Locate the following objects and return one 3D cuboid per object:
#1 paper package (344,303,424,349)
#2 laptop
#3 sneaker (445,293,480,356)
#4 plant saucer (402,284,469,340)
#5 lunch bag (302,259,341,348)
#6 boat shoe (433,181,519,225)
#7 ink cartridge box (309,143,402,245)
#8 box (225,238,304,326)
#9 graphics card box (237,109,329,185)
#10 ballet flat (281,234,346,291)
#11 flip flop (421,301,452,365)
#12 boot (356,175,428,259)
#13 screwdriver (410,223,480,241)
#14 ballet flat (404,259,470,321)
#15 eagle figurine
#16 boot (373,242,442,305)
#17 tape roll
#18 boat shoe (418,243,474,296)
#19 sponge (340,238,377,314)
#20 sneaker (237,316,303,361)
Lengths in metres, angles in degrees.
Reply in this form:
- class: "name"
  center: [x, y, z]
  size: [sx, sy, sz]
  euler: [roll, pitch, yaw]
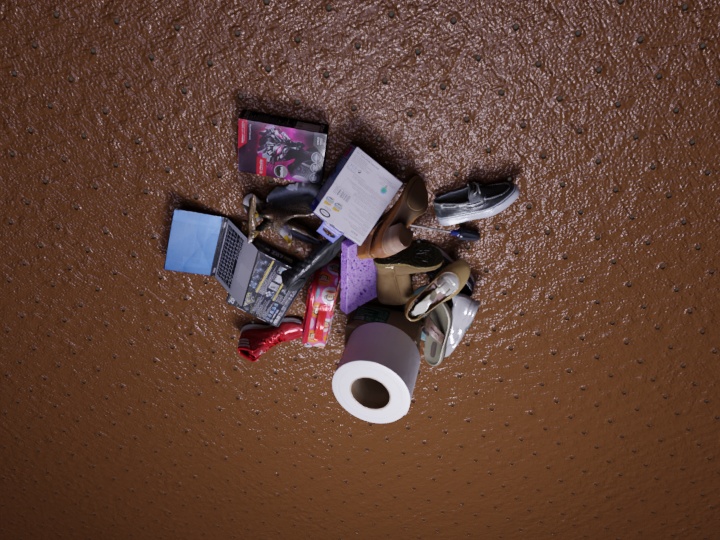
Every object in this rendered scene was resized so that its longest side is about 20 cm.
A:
- class: "paper package"
  center: [0.062, 0.201, 1.507]
  size: [0.194, 0.104, 0.195]
  euler: [11, 126, 12]
- class: "laptop"
  center: [-0.366, -0.026, 1.384]
  size: [0.200, 0.115, 0.190]
  euler: [42, 130, 23]
- class: "sneaker"
  center: [0.232, 0.132, 1.455]
  size: [0.087, 0.076, 0.203]
  euler: [27, 129, 9]
- class: "plant saucer"
  center: [0.207, 0.126, 1.507]
  size: [0.193, 0.036, 0.204]
  euler: [2, 126, 2]
- class: "lunch bag"
  center: [-0.097, 0.090, 1.415]
  size: [0.079, 0.178, 0.204]
  euler: [10, 126, -4]
- class: "boat shoe"
  center: [0.255, -0.160, 1.273]
  size: [0.195, 0.073, 0.072]
  euler: [-20, 127, 20]
- class: "ink cartridge box"
  center: [-0.021, -0.154, 1.250]
  size: [0.135, 0.076, 0.202]
  euler: [33, 95, -19]
- class: "box"
  center: [-0.241, 0.037, 1.467]
  size: [0.158, 0.050, 0.202]
  euler: [25, 124, -16]
- class: "graphics card box"
  center: [-0.170, -0.267, 1.241]
  size: [0.194, 0.051, 0.128]
  euler: [9, 126, -4]
- class: "ballet flat"
  center: [-0.113, -0.030, 1.334]
  size: [0.199, 0.057, 0.066]
  euler: [-40, 157, 12]
- class: "flip flop"
  center: [0.182, 0.153, 1.430]
  size: [0.057, 0.080, 0.206]
  euler: [-16, 122, -37]
- class: "boot"
  center: [0.066, -0.118, 1.283]
  size: [0.073, 0.203, 0.153]
  euler: [41, 146, -25]
- class: "screwdriver"
  center: [0.196, -0.088, 1.322]
  size: [0.194, 0.030, 0.028]
  euler: [2, 166, -25]
- class: "ballet flat"
  center: [0.184, 0.055, 1.350]
  size: [0.069, 0.063, 0.200]
  euler: [45, 109, -1]
- class: "eagle figurine"
  center: [-0.172, -0.120, 1.319]
  size: [0.195, 0.156, 0.151]
  euler: [-12, 178, -30]
- class: "boot"
  center: [0.116, 0.014, 1.378]
  size: [0.169, 0.068, 0.202]
  euler: [4, 149, 11]
- class: "tape roll"
  center: [0.041, 0.252, 1.398]
  size: [0.197, 0.140, 0.208]
  euler: [10, 126, 13]
- class: "boat shoe"
  center: [0.202, 0.006, 1.401]
  size: [0.197, 0.067, 0.070]
  euler: [33, 122, -19]
- class: "sponge"
  center: [0.000, 0.000, 1.393]
  size: [0.030, 0.110, 0.205]
  euler: [35, 137, 36]
- class: "sneaker"
  center: [-0.242, 0.198, 1.541]
  size: [0.194, 0.117, 0.080]
  euler: [-12, 125, 13]
